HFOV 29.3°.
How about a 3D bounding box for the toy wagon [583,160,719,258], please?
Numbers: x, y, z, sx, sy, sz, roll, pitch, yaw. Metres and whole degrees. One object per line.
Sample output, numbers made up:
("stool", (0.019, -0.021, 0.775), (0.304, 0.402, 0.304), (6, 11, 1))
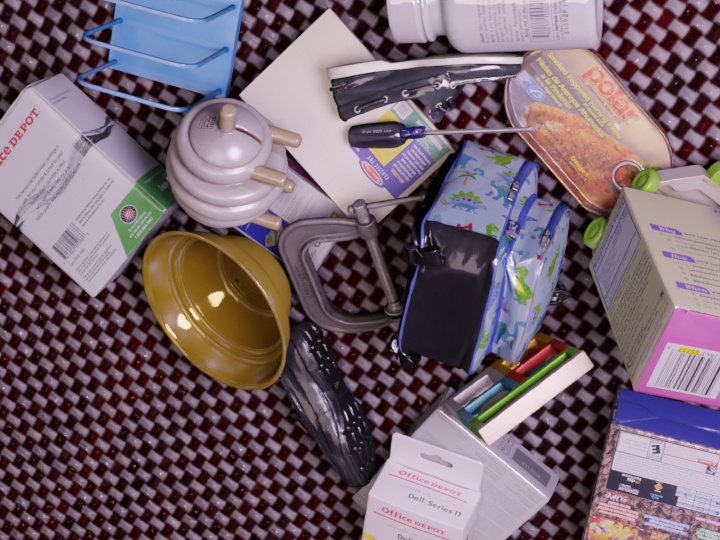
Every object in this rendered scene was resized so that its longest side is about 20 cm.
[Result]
("toy wagon", (0.325, -0.044, 1.369), (0.155, 0.040, 0.200), (32, 115, -22))

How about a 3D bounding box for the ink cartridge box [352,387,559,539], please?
("ink cartridge box", (0.105, 0.246, 1.560), (0.160, 0.047, 0.200), (39, 130, -1))

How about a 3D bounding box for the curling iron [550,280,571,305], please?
("curling iron", (0.131, 0.047, 1.479), (0.199, 0.026, 0.050), (-19, 143, 24))

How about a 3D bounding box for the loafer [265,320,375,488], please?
("loafer", (-0.044, 0.154, 1.548), (0.070, 0.068, 0.202), (-20, 99, 31))

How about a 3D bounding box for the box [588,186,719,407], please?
("box", (0.325, 0.030, 1.273), (0.174, 0.201, 0.097), (11, 123, -12))

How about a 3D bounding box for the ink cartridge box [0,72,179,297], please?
("ink cartridge box", (-0.314, -0.096, 1.519), (0.200, 0.083, 0.147), (43, 114, -4))

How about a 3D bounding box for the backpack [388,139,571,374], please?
("backpack", (0.127, -0.016, 1.364), (0.146, 0.201, 0.184), (15, 134, 8))

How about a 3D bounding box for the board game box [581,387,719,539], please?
("board game box", (0.326, 0.249, 1.462), (0.158, 0.097, 0.202), (14, 112, 10))

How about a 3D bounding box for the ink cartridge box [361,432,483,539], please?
("ink cartridge box", (0.064, 0.289, 1.533), (0.116, 0.067, 0.201), (17, 126, 15))

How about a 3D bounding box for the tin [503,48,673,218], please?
("tin", (0.231, -0.144, 1.383), (0.112, 0.042, 0.200), (-39, 96, 27))

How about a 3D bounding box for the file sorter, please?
("file sorter", (-0.203, -0.277, 1.406), (0.138, 0.123, 0.202), (16, 113, 9))

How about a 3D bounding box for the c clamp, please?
("c clamp", (0.000, 0.000, 1.461), (0.169, 0.027, 0.201), (-1, 136, 12))

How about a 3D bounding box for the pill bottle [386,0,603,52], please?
("pill bottle", (0.130, -0.268, 1.324), (0.198, 0.114, 0.115), (0, 109, 15))

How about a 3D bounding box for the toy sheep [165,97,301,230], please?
("toy sheep", (-0.132, -0.109, 1.398), (0.137, 0.138, 0.200), (24, 148, 6))

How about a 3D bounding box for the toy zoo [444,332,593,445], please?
("toy zoo", (0.155, 0.116, 1.416), (0.131, 0.200, 0.021), (-36, 98, -3))

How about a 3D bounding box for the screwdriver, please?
("screwdriver", (0.081, -0.141, 1.381), (0.198, 0.029, 0.028), (-4, 136, 18))

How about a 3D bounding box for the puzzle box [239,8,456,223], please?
("puzzle box", (-0.013, -0.154, 1.435), (0.133, 0.025, 0.200), (-41, 95, 9))

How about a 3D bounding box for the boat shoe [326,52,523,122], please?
("boat shoe", (0.065, -0.180, 1.371), (0.197, 0.075, 0.067), (-4, 100, 9))

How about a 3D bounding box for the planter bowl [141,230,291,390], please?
("planter bowl", (-0.137, 0.025, 1.498), (0.199, 0.083, 0.202), (25, 135, 27))

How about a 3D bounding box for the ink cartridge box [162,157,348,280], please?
("ink cartridge box", (-0.109, -0.084, 1.496), (0.199, 0.037, 0.095), (34, 114, -1))
